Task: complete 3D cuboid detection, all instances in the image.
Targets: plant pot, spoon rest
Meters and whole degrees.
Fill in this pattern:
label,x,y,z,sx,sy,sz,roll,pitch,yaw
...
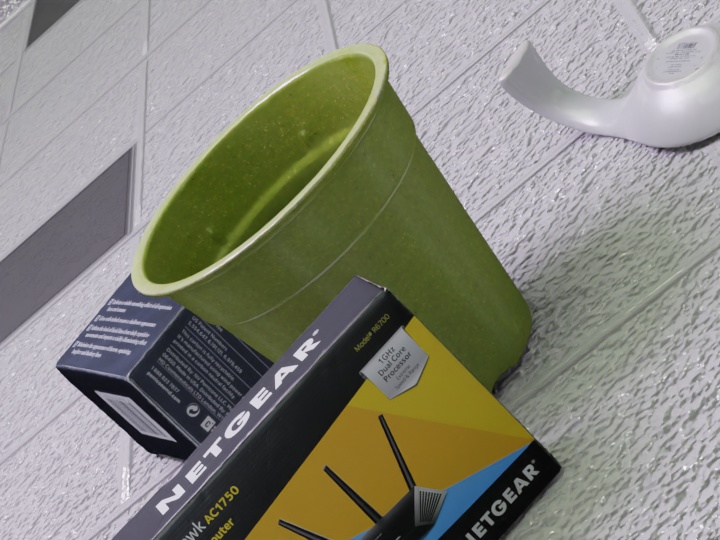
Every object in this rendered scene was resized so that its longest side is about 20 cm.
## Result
label,x,y,z,sx,sy,sz,roll,pitch,yaw
plant pot,0.000,0.000,1.246,0.200,0.190,0.200,-37,23,19
spoon rest,0.183,-0.118,1.335,0.200,0.061,0.099,6,54,47

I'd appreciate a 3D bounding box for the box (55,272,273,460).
label,x,y,z,sx,sy,sz,roll,pitch,yaw
box,-0.097,0.030,1.479,0.200,0.107,0.148,-52,22,-16

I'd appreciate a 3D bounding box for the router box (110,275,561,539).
label,x,y,z,sx,sy,sz,roll,pitch,yaw
router box,-0.013,0.126,1.097,0.200,0.149,0.051,-48,21,-7
